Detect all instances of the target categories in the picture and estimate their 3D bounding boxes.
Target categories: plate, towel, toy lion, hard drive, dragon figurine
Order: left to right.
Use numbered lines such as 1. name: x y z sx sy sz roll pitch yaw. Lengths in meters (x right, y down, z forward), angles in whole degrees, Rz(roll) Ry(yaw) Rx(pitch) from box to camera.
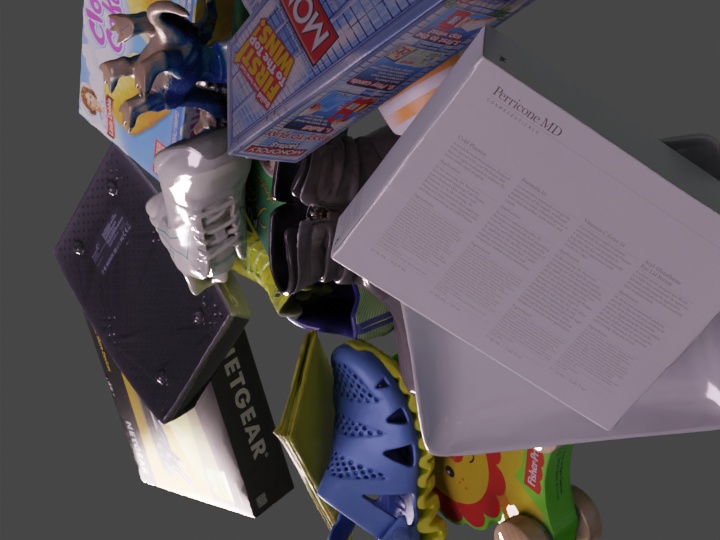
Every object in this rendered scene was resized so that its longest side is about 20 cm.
1. hard drive: -0.165 0.008 1.358 0.200 0.042 0.135 52 123 31
2. dragon figurine: -0.107 -0.142 1.094 0.059 0.099 0.200 62 156 16
3. towel: -0.026 0.127 1.262 0.018 0.086 0.200 4 150 15
4. toy lion: 0.085 0.108 1.200 0.192 0.068 0.201 38 141 36
5. plate: 0.123 0.015 1.027 0.199 0.032 0.200 -7 118 9

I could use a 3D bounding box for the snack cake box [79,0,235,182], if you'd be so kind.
1. snack cake box: -0.141 -0.170 1.235 0.115 0.067 0.201 37 140 23

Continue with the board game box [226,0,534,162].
1. board game box: -0.021 -0.168 0.994 0.200 0.062 0.201 -46 58 32

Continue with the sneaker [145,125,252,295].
1. sneaker: -0.102 -0.043 1.189 0.200 0.070 0.081 118 131 -71

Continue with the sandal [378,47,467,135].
1. sandal: 0.023 -0.140 1.034 0.079 0.059 0.208 -36 72 53

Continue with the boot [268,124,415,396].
1. boot: 0.000 0.000 1.116 0.070 0.131 0.201 19 118 56

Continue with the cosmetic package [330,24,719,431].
1. cosmetic package: 0.107 -0.020 0.961 0.199 0.052 0.151 32 120 -12

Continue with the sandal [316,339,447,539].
1. sandal: 0.007 0.147 1.226 0.079 0.087 0.201 20 126 61

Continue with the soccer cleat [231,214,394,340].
1. soccer cleat: -0.047 0.001 1.242 0.200 0.084 0.065 19 130 40

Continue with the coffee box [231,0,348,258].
1. coffee box: -0.051 -0.112 1.162 0.201 0.044 0.123 100 150 -42

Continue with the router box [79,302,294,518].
1. router box: -0.151 0.102 1.468 0.157 0.052 0.201 8 123 45
